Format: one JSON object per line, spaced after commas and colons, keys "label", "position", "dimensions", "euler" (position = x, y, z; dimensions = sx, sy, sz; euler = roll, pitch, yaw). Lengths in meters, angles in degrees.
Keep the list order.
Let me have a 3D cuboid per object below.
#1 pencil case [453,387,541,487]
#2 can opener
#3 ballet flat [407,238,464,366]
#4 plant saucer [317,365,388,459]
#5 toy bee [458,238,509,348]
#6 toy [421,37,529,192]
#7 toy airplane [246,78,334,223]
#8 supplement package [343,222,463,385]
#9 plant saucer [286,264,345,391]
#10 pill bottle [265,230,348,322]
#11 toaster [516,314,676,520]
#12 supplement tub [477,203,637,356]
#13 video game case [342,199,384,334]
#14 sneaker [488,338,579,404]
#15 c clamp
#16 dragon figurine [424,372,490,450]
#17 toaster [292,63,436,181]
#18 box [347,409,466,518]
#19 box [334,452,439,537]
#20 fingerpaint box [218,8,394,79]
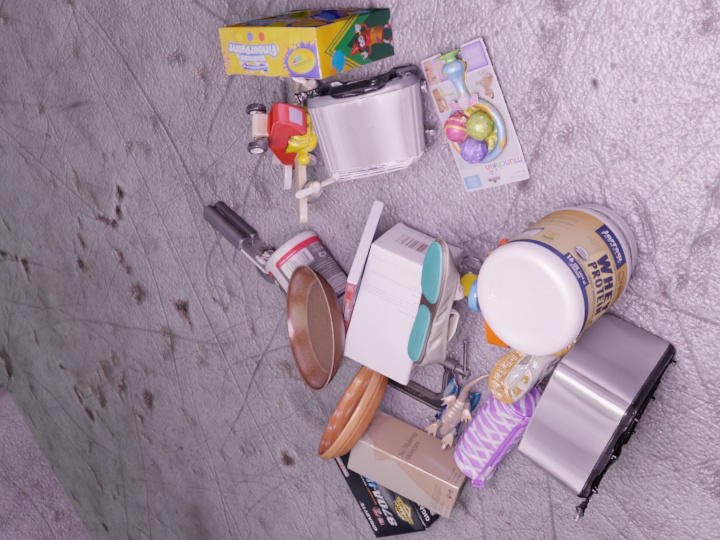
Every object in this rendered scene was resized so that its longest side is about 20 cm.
{"label": "pencil case", "position": [0.214, 0.255, 1.315], "dimensions": [0.083, 0.086, 0.201], "euler": [14, 132, -10]}
{"label": "can opener", "position": [-0.227, -0.050, 1.602], "dimensions": [0.200, 0.053, 0.067], "euler": [41, 133, 22]}
{"label": "ballet flat", "position": [0.113, 0.045, 1.179], "dimensions": [0.068, 0.063, 0.202], "euler": [-125, 40, -54]}
{"label": "plant saucer", "position": [-0.008, 0.238, 1.432], "dimensions": [0.037, 0.201, 0.201], "euler": [32, 136, -5]}
{"label": "toy bee", "position": [0.209, 0.016, 1.201], "dimensions": [0.130, 0.109, 0.201], "euler": [25, 150, 13]}
{"label": "toy", "position": [0.149, -0.207, 1.162], "dimensions": [0.114, 0.047, 0.202], "euler": [-8, 105, 47]}
{"label": "toy airplane", "position": [-0.091, -0.203, 1.329], "dimensions": [0.139, 0.200, 0.202], "euler": [-5, 122, 8]}
{"label": "supplement package", "position": [0.064, 0.050, 1.293], "dimensions": [0.116, 0.117, 0.202], "euler": [24, 118, 15]}
{"label": "plant saucer", "position": [-0.069, 0.090, 1.336], "dimensions": [0.200, 0.036, 0.203], "euler": [27, 120, 60]}
{"label": "pill bottle", "position": [-0.068, 0.040, 1.454], "dimensions": [0.201, 0.110, 0.111], "euler": [52, 137, 9]}
{"label": "toaster", "position": [0.310, 0.185, 1.107], "dimensions": [0.118, 0.200, 0.182], "euler": [31, 131, 22]}
{"label": "supplement tub", "position": [0.254, 0.004, 1.060], "dimensions": [0.143, 0.199, 0.146], "euler": [21, 125, 34]}
{"label": "video game case", "position": [0.000, 0.000, 1.305], "dimensions": [0.017, 0.144, 0.201], "euler": [17, 154, 3]}
{"label": "sneaker", "position": [0.264, 0.105, 1.203], "dimensions": [0.076, 0.087, 0.200], "euler": [49, 113, 17]}
{"label": "c clamp", "position": [0.104, 0.156, 1.419], "dimensions": [0.198, 0.027, 0.173], "euler": [18, 128, 35]}
{"label": "dragon figurine", "position": [0.157, 0.217, 1.354], "dimensions": [0.058, 0.099, 0.202], "euler": [28, 114, 8]}
{"label": "toaster", "position": [0.008, -0.211, 1.212], "dimensions": [0.197, 0.114, 0.131], "euler": [-10, 112, 10]}
{"label": "box", "position": [0.086, 0.331, 1.443], "dimensions": [0.198, 0.095, 0.079], "euler": [22, 124, 15]}
{"label": "box", "position": [0.043, 0.402, 1.588], "dimensions": [0.158, 0.046, 0.202], "euler": [-27, 91, 47]}
{"label": "fingerpaint box", "position": [-0.079, -0.336, 1.223], "dimensions": [0.198, 0.166, 0.074], "euler": [14, 121, 39]}
